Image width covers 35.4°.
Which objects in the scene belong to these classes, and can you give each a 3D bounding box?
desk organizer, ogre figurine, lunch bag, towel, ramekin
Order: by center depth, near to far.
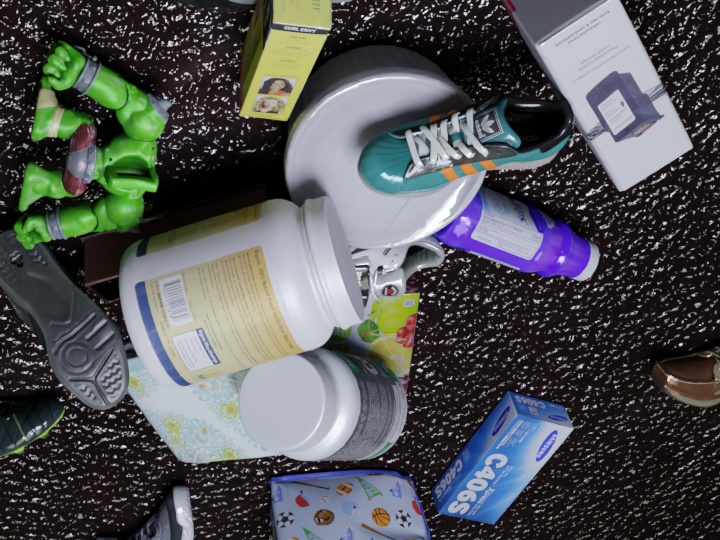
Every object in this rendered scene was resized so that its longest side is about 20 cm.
[{"bbox_3d":[-0.249,-0.104,1.053,0.119,0.098,0.201,11,99,-18],"label":"ogre figurine"},{"bbox_3d":[0.019,-0.126,1.106,0.201,0.094,0.203,-7,130,-8],"label":"ramekin"},{"bbox_3d":[-0.180,-0.013,1.162,0.199,0.077,0.072,-17,131,0],"label":"desk organizer"},{"bbox_3d":[-0.166,0.142,1.254,0.199,0.048,0.172,-10,121,30],"label":"towel"},{"bbox_3d":[-0.009,0.351,1.446,0.199,0.170,0.124,-6,133,-9],"label":"lunch bag"}]

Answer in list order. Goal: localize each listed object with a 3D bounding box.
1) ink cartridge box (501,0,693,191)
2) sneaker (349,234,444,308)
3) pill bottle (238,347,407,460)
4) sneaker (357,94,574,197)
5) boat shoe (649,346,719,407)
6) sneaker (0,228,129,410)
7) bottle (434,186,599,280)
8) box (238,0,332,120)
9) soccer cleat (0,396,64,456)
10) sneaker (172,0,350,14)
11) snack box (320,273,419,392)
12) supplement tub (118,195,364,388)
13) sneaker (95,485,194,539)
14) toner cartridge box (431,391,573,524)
[{"bbox_3d":[0.217,-0.195,1.062,0.084,0.145,0.200,-31,129,12],"label":"ink cartridge box"},{"bbox_3d":[0.000,0.000,1.159,0.199,0.088,0.074,-28,139,-24],"label":"sneaker"},{"bbox_3d":[-0.036,0.138,1.158,0.113,0.113,0.200,-34,160,15],"label":"pill bottle"},{"bbox_3d":[0.095,-0.119,1.004,0.199,0.072,0.080,-14,166,-12],"label":"sneaker"},{"bbox_3d":[0.462,0.125,1.445,0.199,0.076,0.074,4,123,-27],"label":"boat shoe"},{"bbox_3d":[-0.296,0.053,1.140,0.076,0.200,0.114,-39,175,-10],"label":"sneaker"},{"bbox_3d":[0.169,-0.039,1.221,0.199,0.084,0.065,19,115,-26],"label":"bottle"},{"bbox_3d":[-0.067,-0.199,0.969,0.050,0.076,0.200,3,167,-13],"label":"box"},{"bbox_3d":[-0.434,0.174,1.268,0.199,0.068,0.081,-18,118,2],"label":"soccer cleat"},{"bbox_3d":[-0.094,-0.269,0.988,0.199,0.073,0.072,-2,170,1],"label":"sneaker"},{"bbox_3d":[-0.042,0.073,1.275,0.199,0.068,0.169,-3,131,-9],"label":"snack box"},{"bbox_3d":[-0.108,0.017,1.049,0.199,0.145,0.145,-16,131,7],"label":"supplement tub"},{"bbox_3d":[-0.278,0.350,1.441,0.113,0.076,0.201,3,131,-19],"label":"sneaker"},{"bbox_3d":[0.185,0.251,1.494,0.095,0.043,0.200,15,124,-26],"label":"toner cartridge box"}]
